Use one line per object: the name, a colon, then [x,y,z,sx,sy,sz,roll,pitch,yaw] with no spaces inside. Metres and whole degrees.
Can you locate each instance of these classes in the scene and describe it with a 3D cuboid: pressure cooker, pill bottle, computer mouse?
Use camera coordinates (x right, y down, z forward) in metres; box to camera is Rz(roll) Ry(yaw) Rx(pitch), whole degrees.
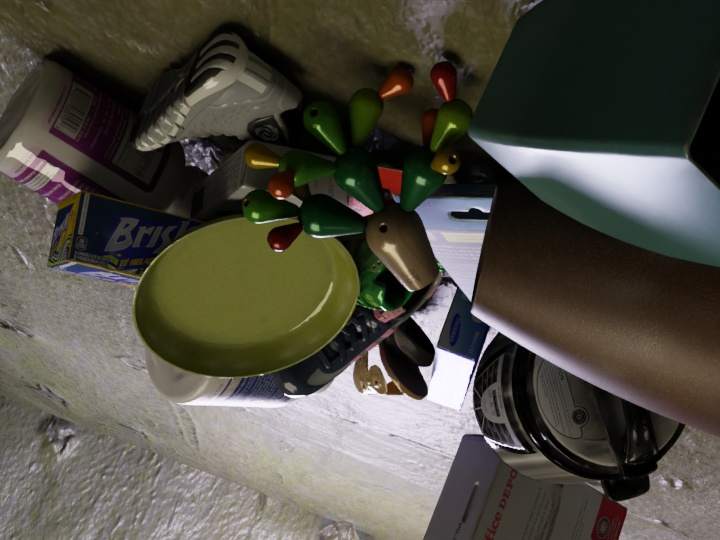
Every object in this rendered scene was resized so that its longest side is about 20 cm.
pressure cooker: [0.209,0.107,1.155,0.175,0.179,0.200,34,164,-5]
pill bottle: [-0.236,-0.100,1.163,0.199,0.113,0.112,32,158,-28]
computer mouse: [0.003,0.026,1.266,0.200,0.034,0.059,49,-163,-6]
pill bottle: [-0.116,0.086,1.288,0.110,0.112,0.199,3,176,41]

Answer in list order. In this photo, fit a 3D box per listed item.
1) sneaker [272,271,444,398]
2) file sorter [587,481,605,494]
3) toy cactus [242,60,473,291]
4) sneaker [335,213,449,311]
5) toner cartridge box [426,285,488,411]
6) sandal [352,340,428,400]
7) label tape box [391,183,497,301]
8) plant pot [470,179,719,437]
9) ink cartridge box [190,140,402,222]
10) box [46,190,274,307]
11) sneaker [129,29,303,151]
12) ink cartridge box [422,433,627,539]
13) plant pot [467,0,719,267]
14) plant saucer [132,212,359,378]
sneaker: [-0.001,0.044,1.182,0.070,0.200,0.082,50,161,-12]
file sorter: [0.246,0.167,1.358,0.138,0.125,0.200,19,161,8]
toy cactus: [0.011,-0.055,0.928,0.199,0.102,0.166,-28,113,13]
sneaker: [0.000,0.000,1.130,0.199,0.084,0.074,-22,148,25]
toner cartridge box: [0.108,0.074,1.298,0.043,0.096,0.200,18,160,7]
sandal: [0.026,0.109,1.347,0.078,0.069,0.212,51,-167,-8]
label tape box: [0.133,-0.031,1.028,0.142,0.067,0.200,2,151,32]
plant pot: [0.182,0.006,0.863,0.198,0.189,0.187,12,160,4]
ink cartridge box: [-0.045,-0.059,1.088,0.172,0.044,0.200,10,169,-19]
box: [-0.174,-0.014,1.115,0.198,0.065,0.070,14,168,-29]
sneaker: [-0.113,-0.123,1.037,0.115,0.076,0.199,27,159,-24]
ink cartridge box: [0.175,0.280,1.322,0.199,0.146,0.083,32,162,-29]
plant pot: [0.170,-0.095,0.727,0.141,0.142,0.199,35,164,-36]
plant saucer: [-0.100,0.018,1.082,0.198,0.031,0.201,-9,136,-8]
